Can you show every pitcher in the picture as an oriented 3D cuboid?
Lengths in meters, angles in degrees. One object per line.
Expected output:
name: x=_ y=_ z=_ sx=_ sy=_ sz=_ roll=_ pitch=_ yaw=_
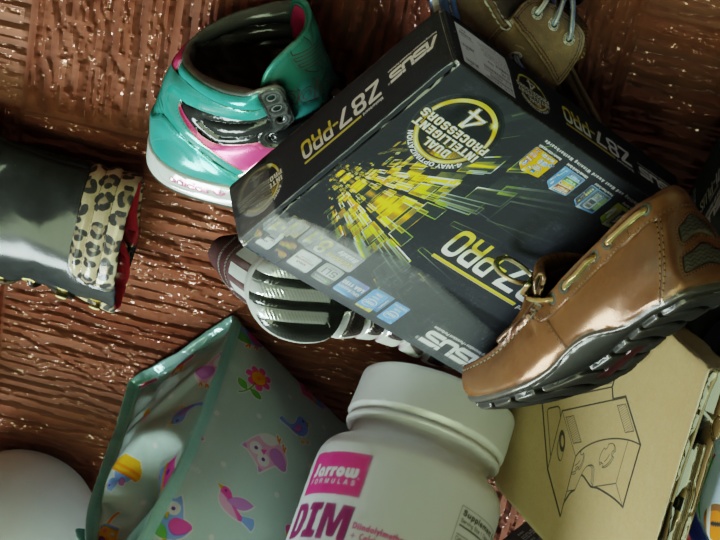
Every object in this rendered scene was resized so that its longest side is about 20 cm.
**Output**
pitcher: x=-0.248 y=0.195 z=1.652 sx=0.121 sy=0.200 sz=0.172 roll=-29 pitch=119 yaw=31

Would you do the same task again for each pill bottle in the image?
pill bottle: x=0.014 y=0.162 z=1.500 sx=0.113 sy=0.200 sz=0.113 roll=18 pitch=160 yaw=7

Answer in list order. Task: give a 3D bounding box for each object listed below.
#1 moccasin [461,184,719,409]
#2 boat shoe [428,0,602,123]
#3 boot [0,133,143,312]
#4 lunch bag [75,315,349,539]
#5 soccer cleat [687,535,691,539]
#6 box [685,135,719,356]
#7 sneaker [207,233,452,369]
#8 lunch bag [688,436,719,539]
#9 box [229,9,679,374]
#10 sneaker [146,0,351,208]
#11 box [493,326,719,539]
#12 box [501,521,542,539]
moccasin: x=0.116 y=0.017 z=1.386 sx=0.074 sy=0.078 sz=0.201 roll=-10 pitch=161 yaw=-30
boat shoe: x=0.085 y=-0.130 z=1.399 sx=0.072 sy=0.072 sz=0.200 roll=-10 pitch=136 yaw=15
boot: x=-0.215 y=-0.005 z=1.568 sx=0.150 sy=0.073 sz=0.200 roll=15 pitch=126 yaw=0
lunch bag: x=-0.076 y=0.160 z=1.587 sx=0.122 sy=0.200 sz=0.170 roll=-31 pitch=118 yaw=32
soccer cleat: x=0.215 y=0.125 z=1.501 sx=0.067 sy=0.200 sz=0.076 roll=43 pitch=143 yaw=7
box: x=0.262 y=-0.008 z=1.433 sx=0.164 sy=0.086 sz=0.200 roll=16 pitch=131 yaw=-9
sneaker: x=0.000 y=0.000 z=1.528 sx=0.200 sy=0.115 sz=0.076 roll=11 pitch=102 yaw=-36
lunch bag: x=0.290 y=0.096 z=1.390 sx=0.200 sy=0.124 sz=0.170 roll=6 pitch=134 yaw=-23
box: x=0.055 y=-0.035 z=1.404 sx=0.161 sy=0.049 sz=0.200 roll=-37 pitch=133 yaw=25
sneaker: x=-0.019 y=-0.090 z=1.446 sx=0.200 sy=0.084 sz=0.121 roll=9 pitch=138 yaw=3
box: x=0.136 y=0.089 z=1.457 sx=0.021 sy=0.200 sz=0.164 roll=6 pitch=109 yaw=-23
box: x=0.061 y=0.257 z=1.641 sx=0.050 sy=0.200 sz=0.158 roll=35 pitch=136 yaw=24
